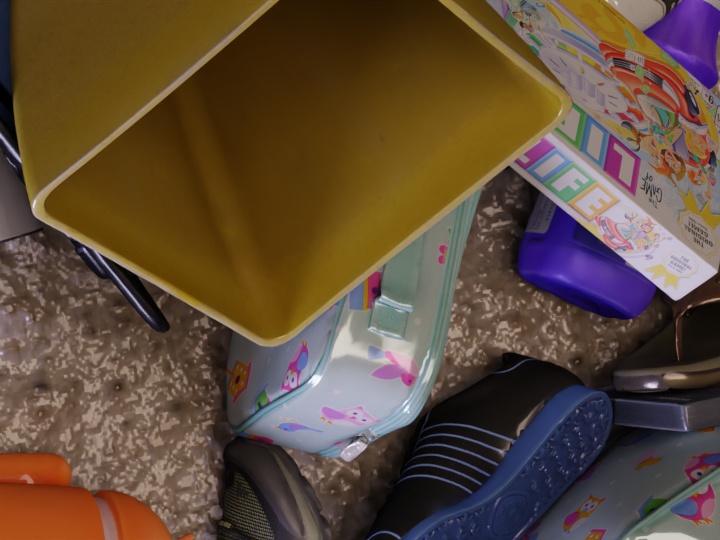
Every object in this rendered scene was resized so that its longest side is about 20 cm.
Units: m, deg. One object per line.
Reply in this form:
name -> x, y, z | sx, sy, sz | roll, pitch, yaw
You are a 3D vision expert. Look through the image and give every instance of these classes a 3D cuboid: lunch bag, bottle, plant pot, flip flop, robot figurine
lunch bag -> 0.156, 0.169, 1.461 | 0.200, 0.170, 0.122 | -33, 101, -23
bottle -> 0.158, -0.076, 1.519 | 0.083, 0.065, 0.200 | 25, 81, -31
plant pot -> -0.055, -0.115, 1.267 | 0.200, 0.177, 0.200 | -39, 143, 14
lunch bag -> 0.000, 0.000, 1.394 | 0.077, 0.160, 0.200 | 20, 67, -22
flip flop -> 0.208, 0.014, 1.514 | 0.200, 0.081, 0.058 | -36, 112, -36
robot figurine -> -0.178, 0.168, 1.362 | 0.200, 0.144, 0.117 | 5, 105, -21

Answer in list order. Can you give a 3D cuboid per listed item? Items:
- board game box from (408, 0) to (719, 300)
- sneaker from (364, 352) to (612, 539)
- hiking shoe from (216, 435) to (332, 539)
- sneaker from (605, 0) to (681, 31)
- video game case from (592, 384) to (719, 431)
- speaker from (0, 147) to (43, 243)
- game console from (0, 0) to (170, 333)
board game box -> 0.117, -0.092, 1.407 | 0.200, 0.034, 0.135 | 38, 40, -19
sneaker -> 0.050, 0.122, 1.465 | 0.200, 0.078, 0.070 | -39, 134, -25
hiking shoe -> -0.070, 0.189, 1.426 | 0.100, 0.076, 0.200 | -5, 92, -24
sneaker -> 0.116, -0.223, 1.488 | 0.088, 0.076, 0.200 | -30, 98, -3
video game case -> 0.239, 0.063, 1.509 | 0.200, 0.143, 0.019 | -11, 94, -21
speaker -> -0.226, -0.108, 1.365 | 0.081, 0.081, 0.200 | -15, 96, -21
game console -> -0.138, -0.092, 1.309 | 0.200, 0.116, 0.176 | 53, 54, -24
